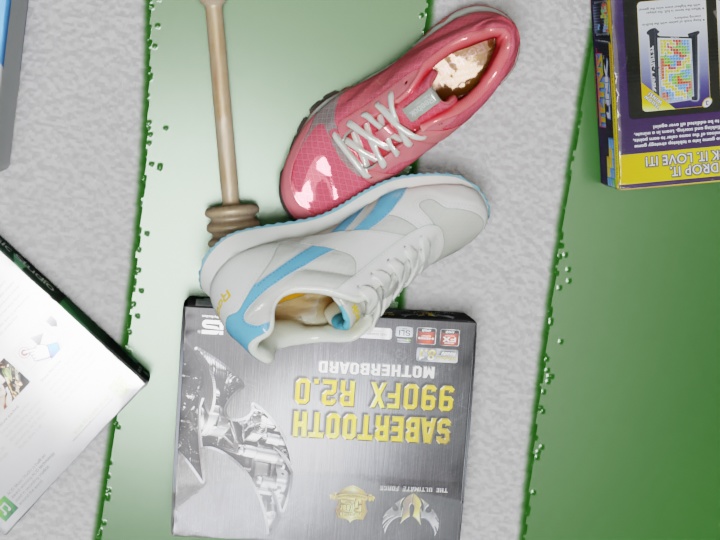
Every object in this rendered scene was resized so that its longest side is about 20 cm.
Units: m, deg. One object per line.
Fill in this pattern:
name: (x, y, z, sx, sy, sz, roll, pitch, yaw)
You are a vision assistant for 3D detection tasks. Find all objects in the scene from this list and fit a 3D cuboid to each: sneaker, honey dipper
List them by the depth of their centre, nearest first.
sneaker: (0.000, 0.000, 0.989, 0.199, 0.077, 0.081, -21, 54, -16)
sneaker: (0.024, -0.106, 0.996, 0.200, 0.087, 0.074, -41, 98, 1)
honey dipper: (-0.090, -0.097, 1.016, 0.038, 0.038, 0.201, -4, 93, -5)

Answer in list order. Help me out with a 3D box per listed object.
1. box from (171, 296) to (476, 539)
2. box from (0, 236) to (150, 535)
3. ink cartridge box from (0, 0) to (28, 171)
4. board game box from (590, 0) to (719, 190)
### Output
box: (-0.026, 0.103, 1.036, 0.199, 0.048, 0.160, 4, 96, -5)
box: (-0.262, 0.057, 1.017, 0.200, 0.036, 0.144, 44, 91, -10)
ink cartridge box: (-0.320, -0.146, 0.961, 0.199, 0.084, 0.147, 8, 97, -5)
board game box: (0.259, -0.146, 1.028, 0.199, 0.057, 0.166, -5, 99, -5)
